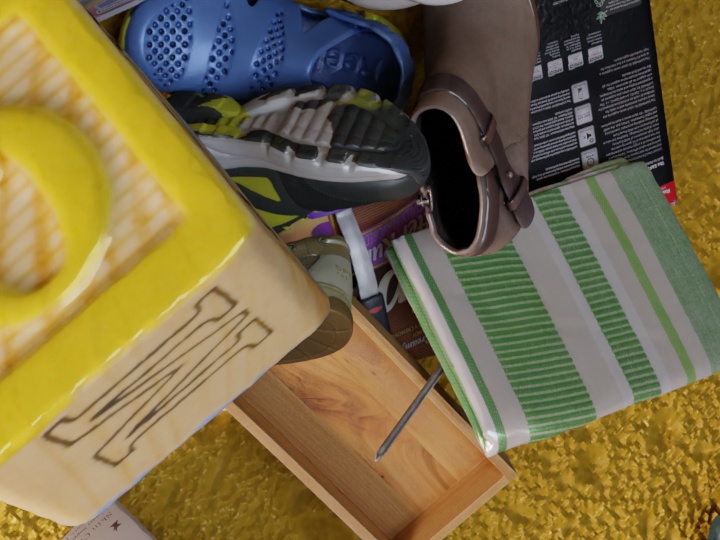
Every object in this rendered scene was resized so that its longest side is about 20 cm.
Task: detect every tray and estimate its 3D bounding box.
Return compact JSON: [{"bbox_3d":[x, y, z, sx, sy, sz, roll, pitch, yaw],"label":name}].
[{"bbox_3d":[-0.002,0.090,1.458,0.098,0.037,0.200,-40,120,6],"label":"tray"}]

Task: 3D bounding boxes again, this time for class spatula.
[{"bbox_3d":[0.000,0.000,1.447,0.056,0.021,0.202,-21,116,-20],"label":"spatula"}]

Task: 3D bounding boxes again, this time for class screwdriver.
[{"bbox_3d":[0.055,0.048,1.451,0.200,0.029,0.028,-50,118,-33],"label":"screwdriver"}]

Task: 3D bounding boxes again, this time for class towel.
[{"bbox_3d":[0.127,0.019,1.466,0.199,0.023,0.153,-19,74,-30],"label":"towel"}]

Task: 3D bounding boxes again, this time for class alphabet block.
[{"bbox_3d":[-0.158,-0.006,1.231,0.196,0.200,0.196,-42,75,-1],"label":"alphabet block"}]

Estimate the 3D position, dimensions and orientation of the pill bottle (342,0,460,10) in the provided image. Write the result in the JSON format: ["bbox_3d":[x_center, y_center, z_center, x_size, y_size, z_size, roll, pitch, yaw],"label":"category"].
[{"bbox_3d":[0.001,-0.211,1.350,0.115,0.200,0.117,-7,107,-25],"label":"pill bottle"}]

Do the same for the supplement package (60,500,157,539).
[{"bbox_3d":[-0.160,0.271,1.456,0.200,0.111,0.156,-45,119,-9],"label":"supplement package"}]

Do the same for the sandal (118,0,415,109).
[{"bbox_3d":[-0.046,-0.130,1.416,0.198,0.087,0.080,3,105,-26],"label":"sandal"}]

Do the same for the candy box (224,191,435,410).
[{"bbox_3d":[-0.011,0.004,1.487,0.198,0.056,0.118,-13,111,-22],"label":"candy box"}]

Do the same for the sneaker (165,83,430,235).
[{"bbox_3d":[-0.047,-0.055,1.371,0.075,0.198,0.085,-56,142,-43],"label":"sneaker"}]

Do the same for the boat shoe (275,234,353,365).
[{"bbox_3d":[-0.102,0.019,1.373,0.199,0.064,0.073,-8,146,11],"label":"boat shoe"}]

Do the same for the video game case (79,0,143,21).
[{"bbox_3d":[-0.187,-0.161,1.275,0.142,0.200,0.018,-25,76,-7],"label":"video game case"}]

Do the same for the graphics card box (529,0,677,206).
[{"bbox_3d":[0.129,-0.122,1.526,0.125,0.051,0.202,-20,113,-21],"label":"graphics card box"}]

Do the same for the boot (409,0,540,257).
[{"bbox_3d":[0.060,-0.110,1.402,0.070,0.146,0.202,-12,105,22],"label":"boot"}]

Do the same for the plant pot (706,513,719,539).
[{"bbox_3d":[0.339,0.253,1.668,0.198,0.196,0.198,11,99,-18],"label":"plant pot"}]
